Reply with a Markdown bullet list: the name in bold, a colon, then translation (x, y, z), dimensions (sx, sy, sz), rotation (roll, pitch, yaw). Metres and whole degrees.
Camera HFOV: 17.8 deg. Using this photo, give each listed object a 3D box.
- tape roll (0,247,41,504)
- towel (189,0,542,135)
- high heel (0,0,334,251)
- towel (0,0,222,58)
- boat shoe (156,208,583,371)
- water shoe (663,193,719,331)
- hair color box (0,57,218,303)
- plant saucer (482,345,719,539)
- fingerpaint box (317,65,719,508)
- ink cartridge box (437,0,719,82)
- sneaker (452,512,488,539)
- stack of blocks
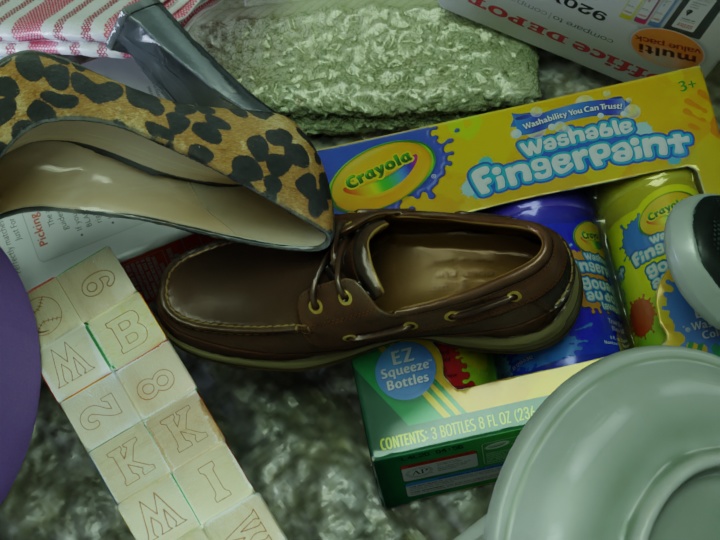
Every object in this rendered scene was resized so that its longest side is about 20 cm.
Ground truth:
- **tape roll**: translation (-0.247, 0.049, 1.038), dimensions (0.199, 0.066, 0.201), rotation (-5, 74, 17)
- **towel**: translation (-0.003, -0.139, 1.216), dimensions (0.199, 0.037, 0.149), rotation (-1, 66, 6)
- **high heel**: translation (-0.109, -0.029, 0.991), dimensions (0.143, 0.072, 0.200), rotation (45, 54, 12)
- **towel**: translation (-0.154, -0.137, 1.173), dimensions (0.199, 0.030, 0.146), rotation (2, 26, 28)
- **boat shoe**: translation (0.000, 0.000, 1.054), dimensions (0.199, 0.068, 0.072), rotation (-3, 66, 9)
- **water shoe**: translation (0.229, 0.003, 1.048), dimensions (0.199, 0.079, 0.072), rotation (22, 51, -26)
- **hair color box**: translation (-0.173, -0.022, 1.128), dimensions (0.199, 0.064, 0.111), rotation (-21, 66, -5)
- **plant saucer**: translation (0.146, 0.132, 0.999), dimensions (0.199, 0.050, 0.202), rotation (3, 84, -32)
- **fingerpaint box**: translation (0.089, 0.007, 1.116), dimensions (0.199, 0.073, 0.168), rotation (-12, 65, 1)
- **ink cartridge box**: translation (0.143, -0.202, 1.119), dimensions (0.147, 0.200, 0.145), rotation (23, 68, -3)
- **sneaker**: translation (0.107, 0.114, 1.059), dimensions (0.199, 0.073, 0.071), rotation (-23, 23, -27)
- **stack of blocks**: translation (-0.084, 0.101, 1.070), dimensions (0.058, 0.115, 0.200), rotation (-30, 66, -7)
